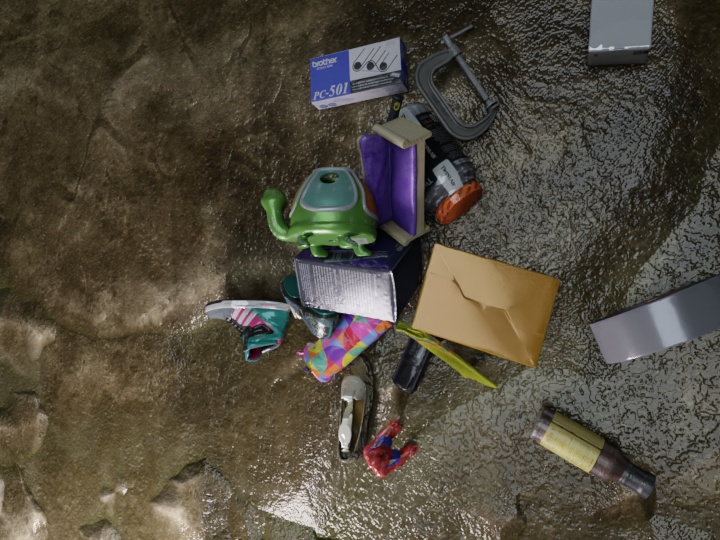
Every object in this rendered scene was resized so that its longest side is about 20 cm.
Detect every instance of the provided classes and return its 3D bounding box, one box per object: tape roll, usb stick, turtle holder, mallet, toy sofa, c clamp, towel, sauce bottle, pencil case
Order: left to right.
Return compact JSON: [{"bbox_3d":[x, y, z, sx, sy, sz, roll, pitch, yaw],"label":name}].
[{"bbox_3d":[-0.059,-0.095,0.934,0.182,0.140,0.135,-3,83,35],"label":"turtle holder"},{"bbox_3d":[-0.028,0.131,1.091,0.199,0.088,0.089,-41,74,11],"label":"pencil case"},{"bbox_3d":[0.052,-0.206,0.988,0.064,0.042,0.202,13,126,-14],"label":"mallet"},{"bbox_3d":[0.060,-0.144,0.953,0.083,0.096,0.203,39,146,40],"label":"toy sofa"},{"bbox_3d":[0.118,0.134,1.063,0.055,0.032,0.203,25,96,27],"label":"usb stick"},{"bbox_3d":[0.149,0.148,0.960,0.018,0.199,0.086,-58,30,-8],"label":"towel"},{"bbox_3d":[0.190,-0.346,1.039,0.169,0.027,0.203,-27,86,-17],"label":"c clamp"},{"bbox_3d":[0.383,0.304,0.933,0.198,0.065,0.066,30,97,21],"label":"sauce bottle"},{"bbox_3d":[0.455,0.074,0.848,0.197,0.200,0.067,-26,78,17],"label":"tape roll"}]

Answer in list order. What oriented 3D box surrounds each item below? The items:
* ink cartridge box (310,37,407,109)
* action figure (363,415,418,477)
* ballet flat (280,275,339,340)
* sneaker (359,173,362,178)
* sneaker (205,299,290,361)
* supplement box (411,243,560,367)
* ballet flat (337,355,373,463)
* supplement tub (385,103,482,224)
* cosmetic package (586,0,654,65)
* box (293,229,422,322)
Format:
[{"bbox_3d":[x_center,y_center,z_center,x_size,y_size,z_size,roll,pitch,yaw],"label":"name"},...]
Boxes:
[{"bbox_3d":[-0.005,-0.395,1.137,0.196,0.044,0.096,-5,83,21],"label":"ink cartridge box"},{"bbox_3d":[0.066,0.300,0.982,0.099,0.199,0.066,-42,75,13],"label":"action figure"},{"bbox_3d":[-0.107,0.076,1.106,0.075,0.073,0.200,-62,35,7],"label":"ballet flat"},{"bbox_3d":[-0.014,-0.115,1.058,0.098,0.201,0.079,24,138,12],"label":"sneaker"},{"bbox_3d":[-0.241,0.127,1.178,0.196,0.084,0.124,-1,77,20],"label":"sneaker"},{"bbox_3d":[0.199,0.054,0.928,0.193,0.200,0.136,17,90,9],"label":"supplement box"},{"bbox_3d":[-0.014,0.270,1.081,0.066,0.075,0.205,4,88,24],"label":"ballet flat"},{"bbox_3d":[0.128,-0.194,1.032,0.122,0.122,0.202,-39,74,14],"label":"supplement tub"},{"bbox_3d":[0.444,-0.461,0.956,0.100,0.074,0.205,6,90,21],"label":"cosmetic package"},{"bbox_3d":[0.000,0.000,1.036,0.196,0.148,0.106,7,121,23],"label":"box"}]
